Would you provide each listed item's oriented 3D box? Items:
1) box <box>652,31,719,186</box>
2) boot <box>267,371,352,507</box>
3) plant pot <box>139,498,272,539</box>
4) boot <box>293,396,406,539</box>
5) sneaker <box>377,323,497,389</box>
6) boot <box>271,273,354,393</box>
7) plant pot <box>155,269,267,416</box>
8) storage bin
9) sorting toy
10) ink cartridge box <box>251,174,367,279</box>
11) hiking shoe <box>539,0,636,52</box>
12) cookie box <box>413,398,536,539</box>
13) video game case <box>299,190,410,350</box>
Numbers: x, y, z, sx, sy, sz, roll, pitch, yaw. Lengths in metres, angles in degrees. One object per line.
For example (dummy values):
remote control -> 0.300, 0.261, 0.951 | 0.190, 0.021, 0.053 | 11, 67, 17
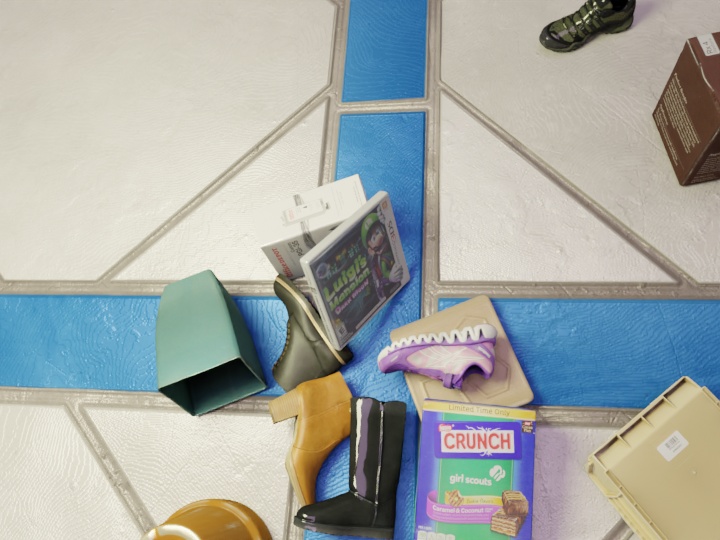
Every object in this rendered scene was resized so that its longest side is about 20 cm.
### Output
box -> 0.622, -0.274, 1.022 | 0.161, 0.200, 0.169 | -10, 67, 4
boot -> -0.055, 0.277, 0.978 | 0.142, 0.071, 0.204 | -15, 82, -18
plant pot -> -0.240, 0.433, 0.875 | 0.196, 0.184, 0.204 | -3, 67, 7
boot -> -0.012, 0.295, 0.935 | 0.162, 0.066, 0.204 | 13, 75, -19
sneaker -> 0.126, 0.146, 0.962 | 0.197, 0.081, 0.090 | -10, 70, 5
boot -> -0.124, 0.117, 1.052 | 0.138, 0.078, 0.200 | -41, 66, -4
plant pot -> -0.264, 0.112, 1.041 | 0.139, 0.142, 0.202 | -20, 58, 0
storage bin -> 0.462, 0.294, 0.871 | 0.199, 0.094, 0.199 | -36, 66, -6
sorting toy -> 0.164, 0.158, 1.010 | 0.182, 0.037, 0.202 | -21, 62, 0
ink cartridge box -> -0.074, -0.070, 1.078 | 0.197, 0.147, 0.084 | -18, 63, 2
hiking shoe -> 0.448, -0.505, 1.200 | 0.197, 0.101, 0.077 | -20, 65, 0
cookie box -> 0.168, 0.300, 0.899 | 0.168, 0.075, 0.204 | 4, 80, 6
video game case -> 0.000, 0.000, 0.994 | 0.023, 0.184, 0.200 | 17, 48, 40
